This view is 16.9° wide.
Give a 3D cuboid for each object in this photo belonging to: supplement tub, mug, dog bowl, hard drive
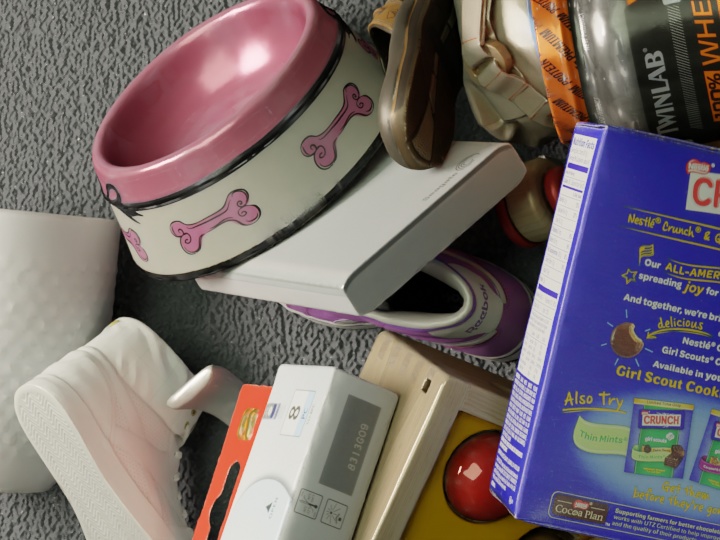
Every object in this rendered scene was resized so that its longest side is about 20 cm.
[{"bbox_3d":[0.194,-0.131,1.271,0.198,0.123,0.124,-11,74,10],"label":"supplement tub"},{"bbox_3d":[-0.245,0.048,1.576,0.200,0.147,0.177,6,91,62],"label":"mug"},{"bbox_3d":[-0.076,-0.089,1.462,0.199,0.074,0.201,-30,27,17],"label":"dog bowl"},{"bbox_3d":[-0.007,-0.029,1.401,0.132,0.027,0.200,-41,22,-20],"label":"hard drive"}]

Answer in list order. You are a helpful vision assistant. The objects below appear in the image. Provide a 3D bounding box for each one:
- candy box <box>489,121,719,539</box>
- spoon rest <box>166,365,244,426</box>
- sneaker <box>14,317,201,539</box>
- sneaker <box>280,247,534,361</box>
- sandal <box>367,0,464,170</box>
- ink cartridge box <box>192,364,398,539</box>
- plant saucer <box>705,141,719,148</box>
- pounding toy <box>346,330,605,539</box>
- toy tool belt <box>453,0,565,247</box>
[{"bbox_3d":[0.170,0.039,1.232,0.168,0.077,0.202,13,95,-11],"label":"candy box"},{"bbox_3d":[-0.040,0.147,1.477,0.099,0.061,0.201,-38,77,21],"label":"spoon rest"},{"bbox_3d":[-0.122,0.128,1.511,0.073,0.115,0.201,-10,112,43],"label":"sneaker"},{"bbox_3d":[0.000,-0.001,1.440,0.199,0.114,0.073,11,88,33],"label":"sneaker"},{"bbox_3d":[0.031,-0.121,1.409,0.054,0.082,0.201,-12,34,22],"label":"sandal"},{"bbox_3d":[-0.064,0.133,1.351,0.200,0.047,0.161,-1,68,63],"label":"ink cartridge box"},{"bbox_3d":[0.269,-0.072,1.335,0.199,0.035,0.202,-6,78,29],"label":"plant saucer"},{"bbox_3d":[0.092,0.140,1.323,0.185,0.199,0.142,-66,24,4],"label":"pounding toy"},{"bbox_3d":[0.124,-0.124,1.385,0.122,0.124,0.202,-18,72,36],"label":"toy tool belt"}]
